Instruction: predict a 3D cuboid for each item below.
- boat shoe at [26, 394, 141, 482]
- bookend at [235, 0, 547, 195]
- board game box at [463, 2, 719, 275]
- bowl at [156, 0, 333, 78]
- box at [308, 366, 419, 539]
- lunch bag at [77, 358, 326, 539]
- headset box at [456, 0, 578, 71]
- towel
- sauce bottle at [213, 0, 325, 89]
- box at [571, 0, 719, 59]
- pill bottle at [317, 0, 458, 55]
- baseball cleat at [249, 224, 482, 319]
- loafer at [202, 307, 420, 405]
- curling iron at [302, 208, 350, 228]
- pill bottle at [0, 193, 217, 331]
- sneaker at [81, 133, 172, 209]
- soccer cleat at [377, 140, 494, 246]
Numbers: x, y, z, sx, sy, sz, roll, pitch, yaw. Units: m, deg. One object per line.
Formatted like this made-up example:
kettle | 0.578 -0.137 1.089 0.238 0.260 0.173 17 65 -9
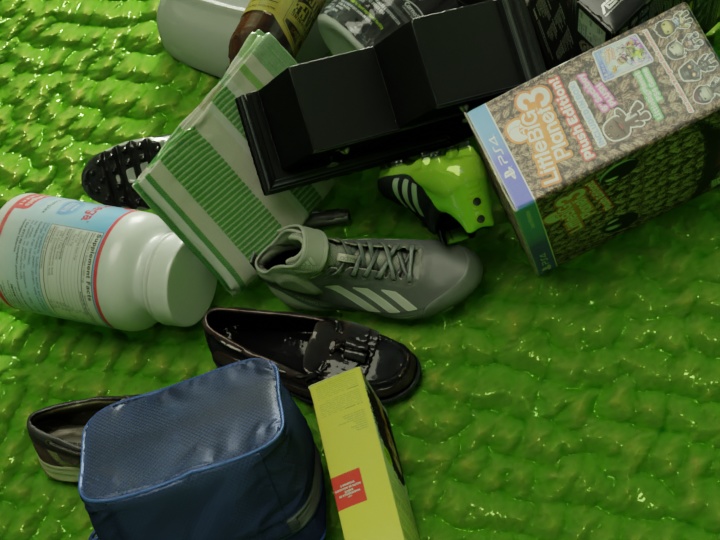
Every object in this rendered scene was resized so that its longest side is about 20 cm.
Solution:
boat shoe | -0.194 0.139 1.554 0.199 0.065 0.072 -5 53 19
bookend | 0.025 -0.148 1.537 0.198 0.200 0.093 -16 87 -24
board game box | 0.204 -0.104 1.489 0.199 0.160 0.097 -27 67 3
bowl | -0.102 -0.289 1.821 0.199 0.075 0.201 20 67 34
box | 0.009 0.179 1.435 0.050 0.075 0.201 -20 52 8
lunch bag | -0.130 0.178 1.455 0.199 0.133 0.136 -18 31 7
headset box | 0.173 -0.270 1.641 0.075 0.149 0.201 12 62 29
towel | -0.098 -0.096 1.613 0.023 0.153 0.200 -6 41 54
sauce bottle | -0.082 -0.222 1.687 0.066 0.066 0.201 9 59 28
box | 0.249 -0.221 1.541 0.161 0.200 0.049 -42 72 -9
pill bottle | 0.064 -0.263 1.709 0.200 0.106 0.106 -42 51 -9
baseball cleat | 0.000 0.000 1.547 0.199 0.106 0.070 -7 66 24
loafer | -0.048 0.070 1.544 0.199 0.063 0.072 7 59 27
curling iron | -0.105 -0.048 1.676 0.199 0.026 0.050 -2 58 21
pill bottle | -0.234 -0.005 1.647 0.199 0.109 0.109 9 60 27
sneaker | -0.161 -0.100 1.700 0.199 0.090 0.067 -15 92 -2
soccer cleat | 0.063 -0.062 1.553 0.067 0.082 0.200 -18 5 -13
